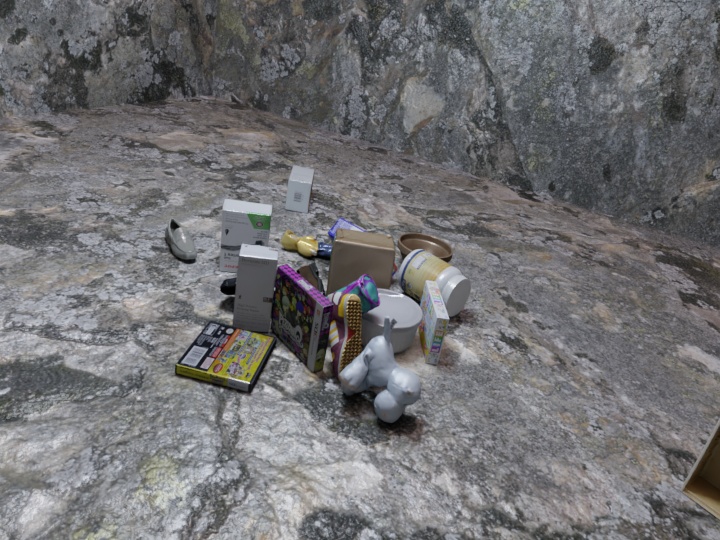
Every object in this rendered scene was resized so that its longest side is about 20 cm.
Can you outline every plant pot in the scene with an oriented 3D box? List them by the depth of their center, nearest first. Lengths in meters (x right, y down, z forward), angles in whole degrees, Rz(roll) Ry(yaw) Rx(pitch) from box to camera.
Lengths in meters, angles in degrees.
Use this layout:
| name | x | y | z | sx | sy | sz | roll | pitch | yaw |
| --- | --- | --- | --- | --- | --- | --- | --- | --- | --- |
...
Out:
| name | x | y | z | sx | sy | sz | roll | pitch | yaw |
| --- | --- | --- | --- | --- | --- | --- | --- | --- | --- |
| plant pot | 0.218 | -0.049 | 1.923 | 0.194 | 0.095 | 0.202 | 10 | 26 | -5 |

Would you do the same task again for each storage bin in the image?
| name | x | y | z | sx | sy | sz | roll | pitch | yaw |
| --- | --- | --- | --- | --- | --- | --- | --- | --- | --- |
| storage bin | 0.791 | 0.417 | 1.100 | 0.092 | 0.206 | 0.197 | -7 | 31 | -38 |

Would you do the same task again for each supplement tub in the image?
| name | x | y | z | sx | sy | sz | roll | pitch | yaw |
| --- | --- | --- | --- | --- | --- | --- | --- | --- | --- |
| supplement tub | 0.225 | 0.038 | 1.687 | 0.142 | 0.149 | 0.198 | -14 | 35 | -42 |

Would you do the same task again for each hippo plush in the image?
| name | x | y | z | sx | sy | sz | roll | pitch | yaw |
| --- | --- | --- | --- | --- | --- | --- | --- | --- | --- |
| hippo plush | 0.066 | 0.238 | 1.223 | 0.160 | 0.201 | 0.159 | 42 | 3 | 18 |

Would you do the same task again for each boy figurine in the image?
| name | x | y | z | sx | sy | sz | roll | pitch | yaw |
| --- | --- | --- | --- | --- | --- | --- | --- | --- | --- |
| boy figurine | -0.171 | -0.090 | 1.875 | 0.193 | 0.066 | 0.125 | 14 | 28 | -3 |

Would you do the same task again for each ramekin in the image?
| name | x | y | z | sx | sy | sz | roll | pitch | yaw |
| --- | --- | --- | --- | --- | --- | --- | --- | --- | --- |
| ramekin | 0.064 | 0.138 | 1.476 | 0.195 | 0.097 | 0.204 | 9 | 26 | -4 |

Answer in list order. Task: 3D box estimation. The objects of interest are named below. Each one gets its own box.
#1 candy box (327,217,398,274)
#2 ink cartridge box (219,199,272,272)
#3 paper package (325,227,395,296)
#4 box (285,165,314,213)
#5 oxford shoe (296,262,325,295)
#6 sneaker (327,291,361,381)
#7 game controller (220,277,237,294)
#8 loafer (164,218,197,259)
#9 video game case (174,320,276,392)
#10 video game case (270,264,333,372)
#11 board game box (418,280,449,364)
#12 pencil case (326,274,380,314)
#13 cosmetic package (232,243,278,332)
| name | x | y | z | sx | sy | sz | roll | pitch | yaw |
| --- | --- | --- | --- | --- | --- | --- | --- | --- | --- |
| candy box | 0.009 | -0.061 | 1.773 | 0.198 | 0.170 | 0.078 | 32 | 74 | 33 |
| ink cartridge box | -0.345 | -0.097 | 1.654 | 0.141 | 0.206 | 0.085 | 5 | 28 | -11 |
| paper package | 0.000 | 0.000 | 1.605 | 0.184 | 0.206 | 0.104 | 8 | 24 | -4 |
| box | -0.247 | -0.336 | 2.268 | 0.094 | 0.128 | 0.202 | 9 | 26 | -6 |
| oxford shoe | -0.148 | 0.052 | 1.607 | 0.082 | 0.075 | 0.201 | -13 | 29 | -11 |
| sneaker | -0.049 | 0.155 | 1.309 | 0.088 | 0.208 | 0.074 | 4 | -4 | 41 |
| game controller | -0.276 | 0.037 | 1.488 | 0.193 | 0.105 | 0.043 | -10 | 71 | -2 |
| loafer | -0.559 | -0.097 | 1.711 | 0.068 | 0.072 | 0.199 | -10 | 33 | -38 |
| video game case | -0.306 | 0.195 | 1.283 | 0.175 | 0.026 | 0.201 | 13 | 25 | 3 |
| video game case | -0.145 | 0.113 | 1.329 | 0.035 | 0.186 | 0.199 | -12 | 36 | -39 |
| board game box | 0.191 | 0.135 | 1.488 | 0.033 | 0.138 | 0.201 | 8 | 25 | -6 |
| pencil case | -0.047 | 0.085 | 1.383 | 0.092 | 0.196 | 0.087 | 45 | 31 | -34 |
| cosmetic package | -0.265 | 0.045 | 1.394 | 0.098 | 0.206 | 0.075 | 6 | 24 | -9 |
